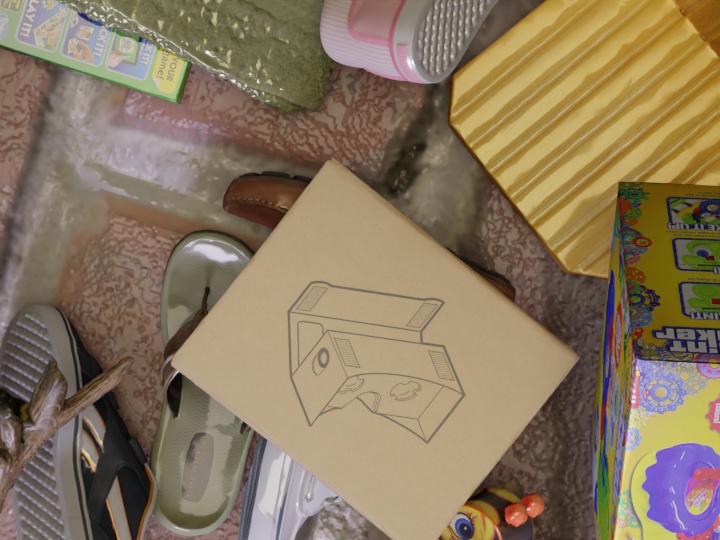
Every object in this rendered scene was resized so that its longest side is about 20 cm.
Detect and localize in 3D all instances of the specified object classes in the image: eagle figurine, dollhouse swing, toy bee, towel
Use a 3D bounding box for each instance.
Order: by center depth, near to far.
[{"bbox_3d":[-0.263,0.058,1.267,0.200,0.151,0.151,41,136,28],"label":"eagle figurine"},{"bbox_3d":[0.179,-0.115,1.270,0.176,0.182,0.200,-38,91,-19],"label":"dollhouse swing"},{"bbox_3d":[0.076,0.186,1.292,0.200,0.108,0.131,53,47,-14],"label":"toy bee"},{"bbox_3d":[-0.088,-0.201,1.303,0.199,0.036,0.149,24,88,-20],"label":"towel"}]

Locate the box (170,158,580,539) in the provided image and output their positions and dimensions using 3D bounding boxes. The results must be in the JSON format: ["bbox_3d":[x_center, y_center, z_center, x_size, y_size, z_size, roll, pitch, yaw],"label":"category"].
[{"bbox_3d":[0.009,0.055,1.264,0.200,0.021,0.164,38,87,3],"label":"box"}]

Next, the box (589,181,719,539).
[{"bbox_3d":[0.208,0.082,1.217,0.121,0.193,0.201,3,122,1],"label":"box"}]

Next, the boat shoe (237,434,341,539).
[{"bbox_3d":[-0.035,0.126,1.312,0.066,0.074,0.201,9,104,-9],"label":"boat shoe"}]

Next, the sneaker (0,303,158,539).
[{"bbox_3d":[-0.184,0.122,1.324,0.078,0.079,0.201,-22,70,41],"label":"sneaker"}]

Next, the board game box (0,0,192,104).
[{"bbox_3d":[-0.153,-0.225,1.334,0.134,0.029,0.201,17,91,1],"label":"board game box"}]

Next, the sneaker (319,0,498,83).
[{"bbox_3d":[0.046,-0.197,1.294,0.200,0.104,0.076,-52,132,-30],"label":"sneaker"}]

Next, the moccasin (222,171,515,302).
[{"bbox_3d":[0.000,0.000,1.319,0.201,0.074,0.078,30,80,-9],"label":"moccasin"}]

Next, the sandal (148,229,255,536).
[{"bbox_3d":[-0.097,0.075,1.326,0.079,0.057,0.202,5,91,1],"label":"sandal"}]
